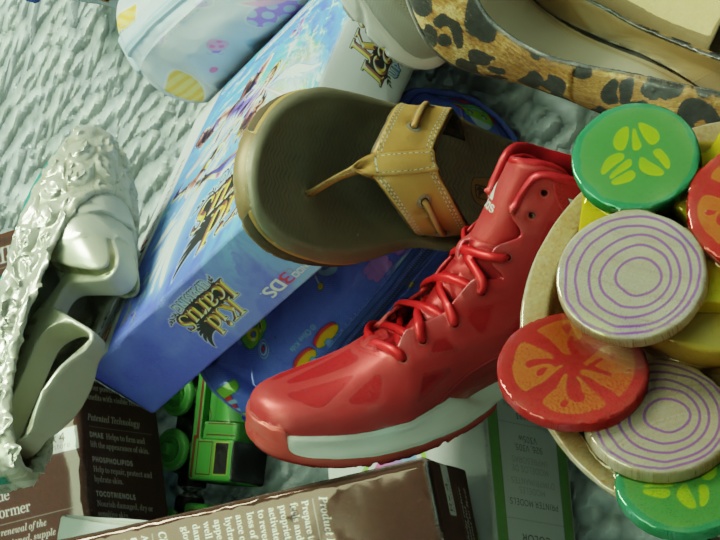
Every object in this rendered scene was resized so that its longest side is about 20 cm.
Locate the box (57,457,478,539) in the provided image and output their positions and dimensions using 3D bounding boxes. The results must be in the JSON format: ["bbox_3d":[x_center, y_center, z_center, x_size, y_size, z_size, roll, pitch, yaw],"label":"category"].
[{"bbox_3d":[-0.046,0.151,1.256,0.200,0.075,0.100,-13,79,16],"label":"box"}]

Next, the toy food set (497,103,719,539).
[{"bbox_3d":[0.156,0.020,1.152,0.198,0.049,0.200,2,61,11],"label":"toy food set"}]

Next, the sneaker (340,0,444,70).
[{"bbox_3d":[0.012,-0.189,1.292,0.082,0.075,0.200,-16,96,14],"label":"sneaker"}]

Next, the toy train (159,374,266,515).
[{"bbox_3d":[-0.075,0.085,1.491,0.056,0.042,0.200,0,81,39],"label":"toy train"}]

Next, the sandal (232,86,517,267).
[{"bbox_3d":[0.031,-0.040,1.271,0.054,0.200,0.080,-20,68,50],"label":"sandal"}]

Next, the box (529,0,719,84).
[{"bbox_3d":[0.098,-0.189,1.303,0.200,0.021,0.164,30,107,20],"label":"box"}]

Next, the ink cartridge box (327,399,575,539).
[{"bbox_3d":[0.044,0.137,1.324,0.104,0.059,0.200,-22,66,43],"label":"ink cartridge box"}]

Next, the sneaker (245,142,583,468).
[{"bbox_3d":[0.038,0.005,1.240,0.078,0.200,0.116,41,143,56],"label":"sneaker"}]

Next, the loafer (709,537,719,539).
[{"bbox_3d":[0.158,0.058,1.196,0.076,0.068,0.200,-19,71,27],"label":"loafer"}]

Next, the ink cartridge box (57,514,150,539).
[{"bbox_3d":[-0.077,0.222,1.377,0.083,0.146,0.200,1,82,48],"label":"ink cartridge box"}]

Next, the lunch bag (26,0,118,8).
[{"bbox_3d":[-0.156,-0.246,1.588,0.160,0.075,0.200,109,163,-68],"label":"lunch bag"}]

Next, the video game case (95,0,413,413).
[{"bbox_3d":[-0.046,-0.047,1.394,0.200,0.045,0.181,-40,24,50],"label":"video game case"}]

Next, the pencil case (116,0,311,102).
[{"bbox_3d":[-0.047,-0.161,1.458,0.083,0.091,0.200,49,140,-2],"label":"pencil case"}]

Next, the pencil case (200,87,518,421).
[{"bbox_3d":[0.000,0.000,1.392,0.200,0.078,0.087,-50,25,31],"label":"pencil case"}]

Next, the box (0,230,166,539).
[{"bbox_3d":[-0.161,0.083,1.470,0.100,0.075,0.200,-17,72,29],"label":"box"}]

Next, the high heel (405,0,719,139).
[{"bbox_3d":[0.102,-0.115,1.239,0.143,0.200,0.071,-17,25,43],"label":"high heel"}]

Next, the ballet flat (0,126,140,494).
[{"bbox_3d":[-0.141,0.022,1.384,0.072,0.072,0.200,-6,56,48],"label":"ballet flat"}]
